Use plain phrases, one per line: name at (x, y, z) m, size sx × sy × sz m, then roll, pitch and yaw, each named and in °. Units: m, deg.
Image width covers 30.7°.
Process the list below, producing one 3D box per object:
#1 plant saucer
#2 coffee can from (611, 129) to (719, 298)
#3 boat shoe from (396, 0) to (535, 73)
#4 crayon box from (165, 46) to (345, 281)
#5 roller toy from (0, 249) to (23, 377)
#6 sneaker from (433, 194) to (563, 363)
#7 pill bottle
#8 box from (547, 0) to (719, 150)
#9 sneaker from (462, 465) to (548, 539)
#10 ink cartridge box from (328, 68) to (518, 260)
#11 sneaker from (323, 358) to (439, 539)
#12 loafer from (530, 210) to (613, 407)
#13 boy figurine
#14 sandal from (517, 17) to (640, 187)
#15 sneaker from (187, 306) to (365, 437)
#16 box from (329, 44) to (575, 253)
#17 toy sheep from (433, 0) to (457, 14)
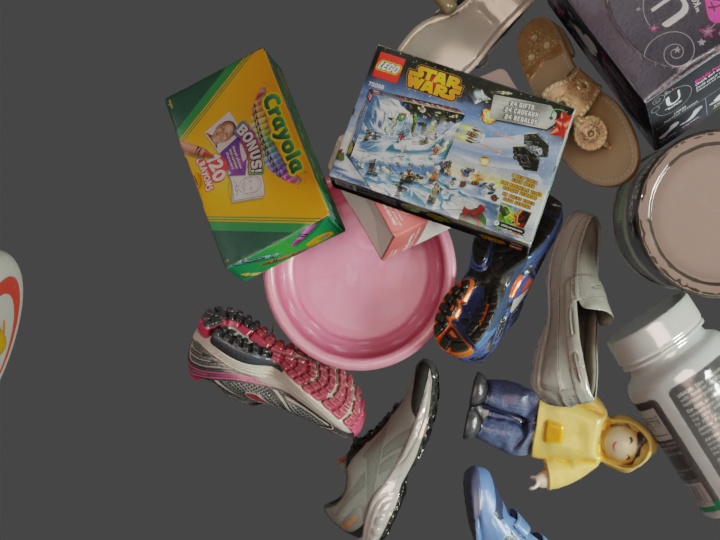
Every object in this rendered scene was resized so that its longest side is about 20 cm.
plant saucer at (0.000, 0.000, 1.351) m, size 0.197 × 0.051 × 0.204 m, roll 0°, pitch 91°, yaw 5°
coffee can at (0.322, -0.051, 1.250) m, size 0.144 × 0.200 × 0.149 m, roll 0°, pitch 91°, yaw 4°
boat shoe at (0.107, -0.245, 1.332) m, size 0.075 × 0.062 × 0.200 m, roll 43°, pitch 91°, yaw 5°
crayon box at (-0.107, -0.106, 1.320) m, size 0.118 × 0.058 × 0.202 m, roll -26°, pitch 70°, yaw 8°
roller toy at (-0.423, 0.059, 1.318) m, size 0.138 × 0.182 × 0.203 m, roll 17°, pitch 92°, yaw 3°
sneaker at (0.142, 0.007, 1.334) m, size 0.075 × 0.079 × 0.201 m, roll 29°, pitch 77°, yaw 29°
pill bottle at (0.336, 0.131, 1.297) m, size 0.112 × 0.113 × 0.202 m, roll -32°, pitch 89°, yaw 4°
box at (0.268, -0.242, 1.219) m, size 0.131 × 0.115 × 0.201 m, roll -33°, pitch 67°, yaw 6°
sneaker at (0.161, 0.286, 1.337) m, size 0.081 × 0.074 × 0.203 m, roll -22°, pitch 97°, yaw 3°
ink cartridge box at (0.082, -0.108, 1.302) m, size 0.198 × 0.068 × 0.117 m, roll -25°, pitch 75°, yaw -19°
sneaker at (0.025, 0.182, 1.344) m, size 0.078 × 0.074 × 0.202 m, roll 25°, pitch 93°, yaw 8°
loafer at (0.220, 0.037, 1.305) m, size 0.069 × 0.070 × 0.203 m, roll -1°, pitch 72°, yaw 36°
boy figurine at (0.203, 0.167, 1.334) m, size 0.197 × 0.064 × 0.126 m, roll 15°, pitch 89°, yaw 6°
sandal at (0.192, -0.170, 1.274) m, size 0.078 × 0.069 × 0.214 m, roll -42°, pitch 52°, yaw 28°
sneaker at (-0.084, 0.114, 1.354) m, size 0.198 × 0.081 × 0.075 m, roll 30°, pitch 118°, yaw 5°
box at (0.085, -0.114, 1.222) m, size 0.197 × 0.040 × 0.139 m, roll 20°, pitch 79°, yaw 9°
toy sheep at (0.039, -0.340, 1.300) m, size 0.137 × 0.138 × 0.202 m, roll -30°, pitch 76°, yaw 4°
